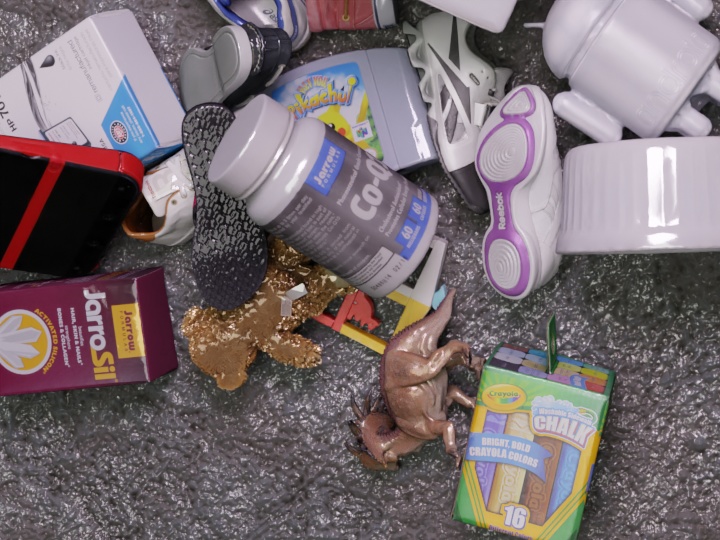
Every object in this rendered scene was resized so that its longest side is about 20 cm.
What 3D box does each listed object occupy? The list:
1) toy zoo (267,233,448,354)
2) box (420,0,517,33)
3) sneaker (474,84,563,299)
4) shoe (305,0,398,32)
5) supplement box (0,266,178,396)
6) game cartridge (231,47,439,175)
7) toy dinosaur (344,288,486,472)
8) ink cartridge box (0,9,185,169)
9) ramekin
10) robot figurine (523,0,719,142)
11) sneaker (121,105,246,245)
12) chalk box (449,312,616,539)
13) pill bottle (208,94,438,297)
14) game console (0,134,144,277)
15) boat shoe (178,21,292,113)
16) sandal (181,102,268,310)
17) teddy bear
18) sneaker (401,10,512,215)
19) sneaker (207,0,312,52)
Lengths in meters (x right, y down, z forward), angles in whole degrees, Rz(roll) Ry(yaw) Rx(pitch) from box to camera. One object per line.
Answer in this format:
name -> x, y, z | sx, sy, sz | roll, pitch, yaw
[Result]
toy zoo -> 0.000, 0.000, 1.571 | 0.199, 0.020, 0.132 | 27, 103, 9
box -> 0.060, -0.330, 1.366 | 0.199, 0.199, 0.172 | 21, 104, -8
sneaker -> 0.160, -0.078, 1.486 | 0.075, 0.099, 0.202 | 13, 109, 37
shoe -> -0.018, -0.330, 1.505 | 0.090, 0.071, 0.202 | -4, 101, 8
supplement box -> -0.301, 0.064, 1.616 | 0.198, 0.086, 0.111 | -6, 96, 14
game cartridge -> -0.029, -0.141, 1.540 | 0.199, 0.040, 0.134 | -19, 77, 13
toy dinosaur -> 0.047, 0.117, 1.537 | 0.135, 0.086, 0.202 | 7, 100, 17
ink cartridge box -> -0.287, -0.147, 1.567 | 0.199, 0.086, 0.147 | -28, 91, 25
ramekin -> 0.275, -0.065, 1.412 | 0.199, 0.200, 0.099 | -2, 89, 13
robot figurine -> 0.251, -0.199, 1.438 | 0.199, 0.113, 0.170 | 36, 94, 6
sneaker -> -0.162, -0.088, 1.535 | 0.200, 0.084, 0.073 | -44, 64, 31
chalk box -> 0.173, 0.145, 1.497 | 0.123, 0.125, 0.201 | 15, 102, 11
pill bottle -> -0.035, -0.071, 1.452 | 0.199, 0.114, 0.114 | 32, 105, -21
game console -> -0.317, -0.062, 1.522 | 0.176, 0.031, 0.200 | 10, 144, -24
boat shoe -> -0.124, -0.190, 1.511 | 0.060, 0.200, 0.076 | -9, 91, -25
sandal -> -0.131, -0.063, 1.504 | 0.075, 0.045, 0.202 | -7, 100, -3
teddy bear -> -0.086, 0.028, 1.558 | 0.144, 0.067, 0.201 | 29, 105, -2
sneaker -> 0.109, -0.155, 1.498 | 0.088, 0.074, 0.201 | -16, 94, 16
sneaker -> -0.131, -0.292, 1.528 | 0.200, 0.088, 0.075 | 37, 102, 6
